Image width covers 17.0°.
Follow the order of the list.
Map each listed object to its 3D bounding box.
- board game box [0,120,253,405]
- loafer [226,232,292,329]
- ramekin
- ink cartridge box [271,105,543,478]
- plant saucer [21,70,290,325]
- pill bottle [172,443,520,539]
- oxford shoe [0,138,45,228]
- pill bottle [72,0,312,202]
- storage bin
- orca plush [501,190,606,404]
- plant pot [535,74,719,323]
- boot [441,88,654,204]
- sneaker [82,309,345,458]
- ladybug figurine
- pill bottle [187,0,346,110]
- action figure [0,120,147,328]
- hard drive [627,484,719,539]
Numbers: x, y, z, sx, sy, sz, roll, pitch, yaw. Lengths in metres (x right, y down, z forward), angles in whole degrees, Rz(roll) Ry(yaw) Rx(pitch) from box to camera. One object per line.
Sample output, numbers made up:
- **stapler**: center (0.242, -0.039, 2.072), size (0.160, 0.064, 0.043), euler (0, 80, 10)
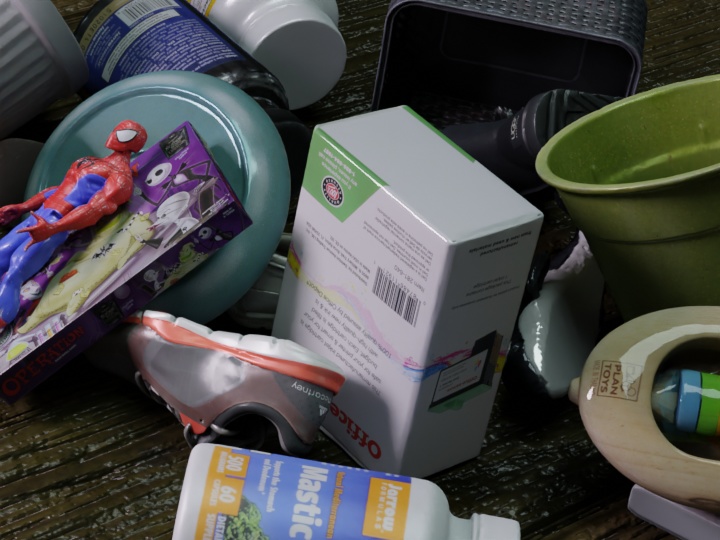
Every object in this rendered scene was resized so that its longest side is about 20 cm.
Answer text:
- **board game box**: center (-0.172, -0.007, 1.590), size (0.200, 0.032, 0.120), euler (-37, 32, 2)
- **loafer**: center (0.000, 0.000, 1.691), size (0.200, 0.070, 0.070), euler (-3, 29, -19)
- **ramekin**: center (-0.304, -0.181, 1.767), size (0.105, 0.200, 0.200), euler (-44, 56, -13)
- **ink cartridge box**: center (0.024, 0.017, 1.567), size (0.084, 0.200, 0.145), euler (-16, 43, -37)
- **plant saucer**: center (-0.146, -0.050, 1.655), size (0.200, 0.027, 0.200), euler (-6, 69, 15)
- **pill bottle**: center (-0.010, 0.172, 1.421), size (0.200, 0.112, 0.112), euler (9, 36, 0)
- **oxford shoe**: center (-0.183, -0.037, 1.721), size (0.200, 0.071, 0.071), euler (28, 13, 21)
- **pill bottle**: center (-0.124, -0.125, 1.801), size (0.112, 0.112, 0.200), euler (-18, 44, -33)
- **storage bin**: center (0.116, -0.161, 1.886), size (0.200, 0.135, 0.094), euler (12, 36, 3)
- **orca plush**: center (0.123, 0.023, 1.691), size (0.071, 0.105, 0.200), euler (-15, 45, 30)
- **plant pot**: center (0.239, -0.012, 1.640), size (0.200, 0.190, 0.200), euler (-15, 20, 6)
- **boot**: center (0.173, -0.083, 1.790), size (0.200, 0.077, 0.168), euler (10, -9, -22)
- **sneaker**: center (-0.108, 0.078, 1.558), size (0.200, 0.082, 0.077), euler (8, -13, 34)
- **ladybug figurine**: center (0.232, 0.094, 1.552), size (0.200, 0.072, 0.136), euler (12, 71, 1)
- **pill bottle**: center (-0.085, -0.218, 1.937), size (0.112, 0.113, 0.200), euler (-7, 39, -22)
- **action figure**: center (-0.212, -0.025, 1.584), size (0.200, 0.052, 0.065), euler (-46, 30, -13)
- **hard drive**: center (0.283, 0.132, 1.619), size (0.132, 0.027, 0.200), euler (26, 38, 21)
